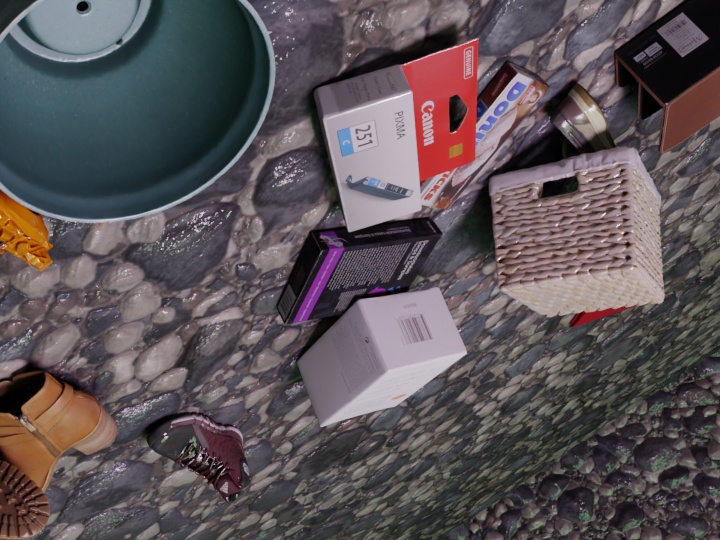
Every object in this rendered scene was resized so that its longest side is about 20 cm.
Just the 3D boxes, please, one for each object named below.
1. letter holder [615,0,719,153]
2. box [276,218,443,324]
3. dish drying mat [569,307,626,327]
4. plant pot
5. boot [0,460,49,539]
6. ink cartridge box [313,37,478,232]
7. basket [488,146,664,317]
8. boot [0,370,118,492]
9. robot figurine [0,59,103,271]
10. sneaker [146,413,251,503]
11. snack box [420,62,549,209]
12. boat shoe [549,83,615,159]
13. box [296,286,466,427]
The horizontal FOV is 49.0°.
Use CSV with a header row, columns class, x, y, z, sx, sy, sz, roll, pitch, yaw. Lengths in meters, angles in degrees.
class,x,y,z,sx,sy,sz,roll,pitch,yaw
letter holder,0.438,-0.265,1.011,0.198,0.101,0.142,-35,153,3
box,0.000,0.000,1.037,0.197,0.036,0.144,-7,143,-36
dish drying mat,0.534,0.075,1.686,0.197,0.018,0.077,-15,147,-30
plant pot,-0.175,-0.152,0.539,0.198,0.135,0.202,-25,150,-15
boot,-0.444,0.256,0.880,0.197,0.076,0.108,21,138,-8
ink cartridge box,0.051,-0.136,0.846,0.173,0.045,0.201,-18,149,-3
basket,0.295,-0.043,1.062,0.195,0.164,0.199,-10,160,29
boot,-0.394,0.196,0.903,0.197,0.077,0.156,-26,146,1
robot figurine,-0.285,-0.081,0.612,0.144,0.059,0.200,-37,151,1
sneaker,-0.218,0.280,1.151,0.075,0.116,0.199,-40,150,14
snack box,0.139,-0.156,0.952,0.071,0.024,0.201,5,133,-46
boat shoe,0.297,-0.169,1.049,0.065,0.073,0.201,-33,146,12
box,0.026,0.124,1.132,0.150,0.108,0.200,-8,155,-38
